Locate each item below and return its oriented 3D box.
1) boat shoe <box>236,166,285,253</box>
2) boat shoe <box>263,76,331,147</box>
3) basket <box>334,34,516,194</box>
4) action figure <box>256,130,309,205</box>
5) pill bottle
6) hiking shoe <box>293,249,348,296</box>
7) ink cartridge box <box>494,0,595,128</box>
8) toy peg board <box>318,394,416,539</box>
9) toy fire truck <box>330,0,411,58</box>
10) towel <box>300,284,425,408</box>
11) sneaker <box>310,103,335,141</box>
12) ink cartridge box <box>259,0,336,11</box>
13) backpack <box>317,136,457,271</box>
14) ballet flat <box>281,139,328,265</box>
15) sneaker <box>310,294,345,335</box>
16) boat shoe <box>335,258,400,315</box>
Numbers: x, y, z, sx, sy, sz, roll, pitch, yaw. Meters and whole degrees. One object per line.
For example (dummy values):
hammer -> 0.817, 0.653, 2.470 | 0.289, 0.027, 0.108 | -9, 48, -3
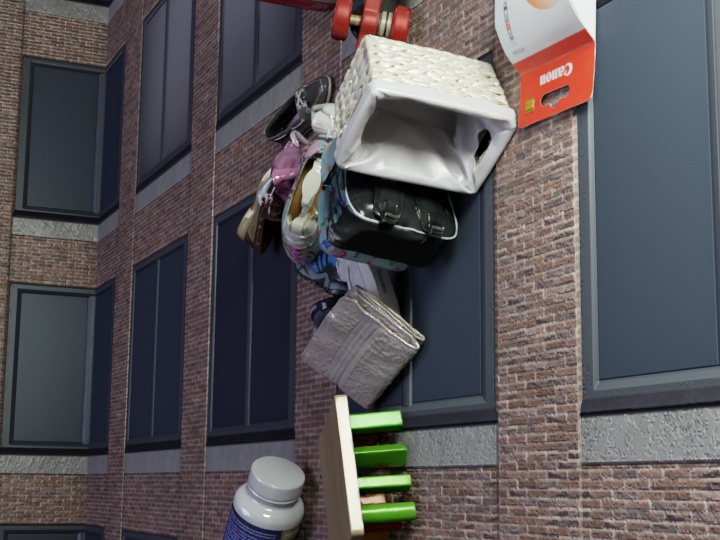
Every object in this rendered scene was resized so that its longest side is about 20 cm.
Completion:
boat shoe -> -0.150, -0.114, 2.228 | 0.072, 0.072, 0.200 | 45, 121, 21
boat shoe -> -0.109, -0.271, 2.160 | 0.200, 0.057, 0.067 | 135, 134, -55
basket -> 0.075, -0.198, 1.580 | 0.124, 0.200, 0.136 | -99, 28, -42
action figure -> -0.081, -0.140, 2.027 | 0.149, 0.134, 0.200 | -58, 13, -5
pill bottle -> -0.158, 0.413, 2.059 | 0.120, 0.119, 0.200 | -125, 46, -55
hiking shoe -> -0.036, -0.008, 1.953 | 0.200, 0.074, 0.087 | 26, 92, 60
ink cartridge box -> 0.211, -0.282, 1.465 | 0.162, 0.050, 0.200 | 165, 111, -65
toy peg board -> 0.009, 0.302, 1.775 | 0.199, 0.098, 0.200 | 107, 159, -61
toy fire truck -> 0.021, -0.405, 1.865 | 0.168, 0.112, 0.200 | -85, 5, -81
towel -> 0.000, 0.113, 1.779 | 0.034, 0.132, 0.200 | -48, -6, -42
sneaker -> -0.023, -0.211, 1.904 | 0.200, 0.099, 0.078 | -145, 63, -62
ink cartridge box -> -0.079, -0.532, 2.036 | 0.200, 0.144, 0.146 | 159, 114, -64
backpack -> 0.029, -0.106, 1.683 | 0.151, 0.177, 0.200 | -44, 42, 48
ballet flat -> -0.082, -0.099, 1.899 | 0.071, 0.069, 0.200 | -69, -8, -74
sneaker -> -0.030, 0.100, 1.875 | 0.200, 0.074, 0.088 | 91, 164, -71
boat shoe -> 0.000, 0.000, 1.786 | 0.068, 0.072, 0.200 | -14, 100, 29
